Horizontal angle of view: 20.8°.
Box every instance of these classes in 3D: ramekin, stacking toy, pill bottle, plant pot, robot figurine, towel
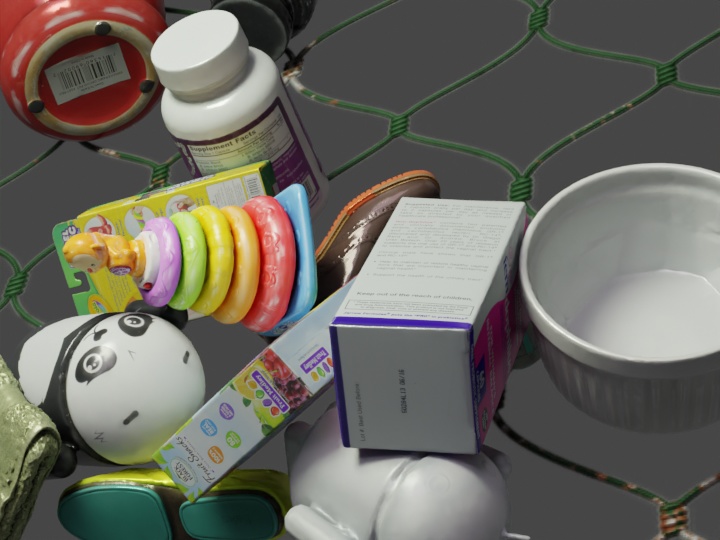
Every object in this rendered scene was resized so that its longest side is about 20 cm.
[{"bbox_3d":[0.217,0.026,1.434,0.199,0.105,0.201,-5,46,5],"label":"ramekin"},{"bbox_3d":[-0.139,-0.009,1.541,0.116,0.199,0.111,-28,63,57],"label":"stacking toy"},{"bbox_3d":[-0.092,-0.303,1.999,0.111,0.112,0.201,-6,43,23],"label":"pill bottle"},{"bbox_3d":[-0.288,-0.241,1.975,0.199,0.201,0.183,-25,48,0],"label":"plant pot"},{"bbox_3d":[-0.110,-0.126,1.735,0.112,0.201,0.113,-15,39,12],"label":"pill bottle"},{"bbox_3d":[0.028,0.162,1.402,0.169,0.114,0.200,-28,35,-30],"label":"robot figurine"},{"bbox_3d":[-0.303,0.176,1.546,0.148,0.036,0.201,41,114,48],"label":"towel"},{"bbox_3d":[-0.211,0.095,1.577,0.199,0.124,0.151,-6,81,53],"label":"robot figurine"}]

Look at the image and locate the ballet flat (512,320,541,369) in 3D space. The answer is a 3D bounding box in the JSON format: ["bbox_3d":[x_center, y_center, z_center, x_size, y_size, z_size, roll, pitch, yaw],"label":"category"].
[{"bbox_3d":[0.084,0.010,1.583,0.067,0.064,0.200,-36,39,-11],"label":"ballet flat"}]

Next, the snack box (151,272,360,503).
[{"bbox_3d":[-0.056,0.082,1.474,0.142,0.053,0.200,-44,-3,28],"label":"snack box"}]

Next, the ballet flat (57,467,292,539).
[{"bbox_3d":[-0.137,0.181,1.523,0.199,0.067,0.067,-3,22,22],"label":"ballet flat"}]

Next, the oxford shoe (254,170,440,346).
[{"bbox_3d":[0.000,0.000,1.638,0.200,0.071,0.073,-44,45,-1],"label":"oxford shoe"}]

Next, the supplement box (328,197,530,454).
[{"bbox_3d":[0.055,0.035,1.404,0.103,0.102,0.200,2,29,15],"label":"supplement box"}]

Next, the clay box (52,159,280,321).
[{"bbox_3d":[-0.158,-0.015,1.701,0.199,0.116,0.048,-13,11,15],"label":"clay box"}]
